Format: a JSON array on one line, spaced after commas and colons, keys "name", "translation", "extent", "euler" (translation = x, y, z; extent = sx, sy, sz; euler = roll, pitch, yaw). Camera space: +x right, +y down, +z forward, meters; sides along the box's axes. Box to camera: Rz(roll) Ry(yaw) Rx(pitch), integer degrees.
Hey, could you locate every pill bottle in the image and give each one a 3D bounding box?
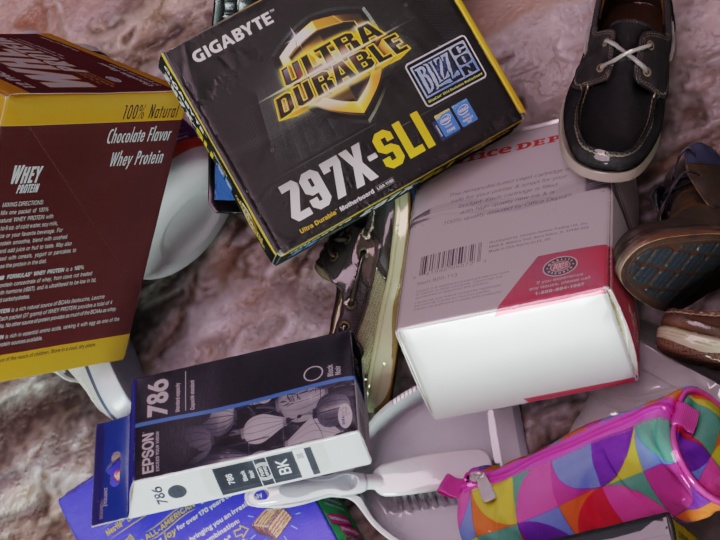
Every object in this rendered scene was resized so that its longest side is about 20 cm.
[{"name": "pill bottle", "translation": [-0.193, -0.091, 1.697], "extent": [0.200, 0.112, 0.113], "euler": [39, 92, 23]}]

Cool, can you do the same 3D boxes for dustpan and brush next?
[{"name": "dustpan and brush", "translation": [0.020, 0.144, 1.560], "extent": [0.198, 0.057, 0.141], "euler": [-9, 73, -3]}]

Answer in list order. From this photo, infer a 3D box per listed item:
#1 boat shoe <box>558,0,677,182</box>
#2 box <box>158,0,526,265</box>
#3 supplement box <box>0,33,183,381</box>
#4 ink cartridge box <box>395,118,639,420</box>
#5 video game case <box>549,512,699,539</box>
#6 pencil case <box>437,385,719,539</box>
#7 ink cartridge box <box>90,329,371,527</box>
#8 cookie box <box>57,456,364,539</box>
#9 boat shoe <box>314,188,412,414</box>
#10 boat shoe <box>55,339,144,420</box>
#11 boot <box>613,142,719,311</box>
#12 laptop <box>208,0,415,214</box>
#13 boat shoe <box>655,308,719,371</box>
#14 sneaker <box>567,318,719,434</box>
[{"name": "boat shoe", "translation": [0.174, -0.136, 1.548], "extent": [0.071, 0.068, 0.201], "euler": [8, 44, 11]}, {"name": "box", "translation": [-0.012, -0.120, 1.551], "extent": [0.199, 0.049, 0.160], "euler": [-29, 87, -11]}, {"name": "supplement box", "translation": [-0.244, -0.046, 1.550], "extent": [0.132, 0.197, 0.202], "euler": [23, 106, 28]}, {"name": "ink cartridge box", "translation": [0.110, -0.006, 1.533], "extent": [0.145, 0.083, 0.201], "euler": [-12, 35, 16]}, {"name": "video game case", "translation": [0.125, 0.204, 1.477], "extent": [0.199, 0.181, 0.026], "euler": [-16, 70, 15]}, {"name": "pencil case", "translation": [0.148, 0.139, 1.472], "extent": [0.199, 0.088, 0.089], "euler": [-25, 69, 35]}, {"name": "ink cartridge box", "translation": [-0.093, 0.106, 1.554], "extent": [0.198, 0.039, 0.100], "euler": [-15, 42, 8]}, {"name": "cookie box", "translation": [-0.090, 0.204, 1.610], "extent": [0.171, 0.075, 0.201], "euler": [-33, 69, 8]}, {"name": "boat shoe", "translation": [0.000, 0.000, 1.604], "extent": [0.064, 0.073, 0.202], "euler": [4, 93, -4]}, {"name": "boat shoe", "translation": [-0.230, 0.041, 1.700], "extent": [0.086, 0.075, 0.203], "euler": [-33, 67, 9]}, {"name": "boot", "translation": [0.209, -0.032, 1.507], "extent": [0.075, 0.199, 0.097], "euler": [-51, 59, 27]}, {"name": "laptop", "translation": [-0.015, -0.147, 1.614], "extent": [0.176, 0.201, 0.104], "euler": [2, 37, -10]}, {"name": "boat shoe", "translation": [0.289, 0.034, 1.490], "extent": [0.201, 0.075, 0.076], "euler": [9, 86, -13]}, {"name": "sneaker", "translation": [0.235, 0.130, 1.526], "extent": [0.199, 0.074, 0.116], "euler": [32, 109, 13]}]
